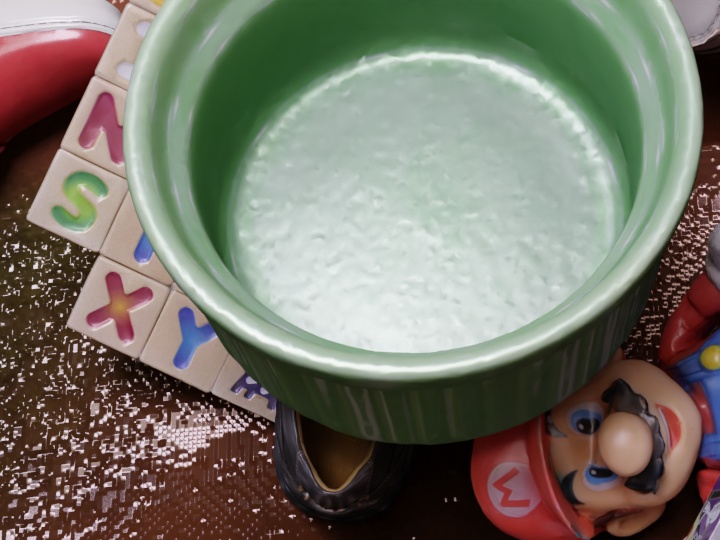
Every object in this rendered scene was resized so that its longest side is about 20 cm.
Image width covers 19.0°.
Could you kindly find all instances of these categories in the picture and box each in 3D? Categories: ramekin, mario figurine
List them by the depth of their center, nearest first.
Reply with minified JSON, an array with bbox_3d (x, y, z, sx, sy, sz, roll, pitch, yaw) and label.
[{"bbox_3d":[0.021,-0.035,0.778,0.200,0.098,0.200,-2,64,4],"label":"ramekin"},{"bbox_3d":[0.138,0.055,0.807,0.200,0.106,0.124,-18,49,2],"label":"mario figurine"}]

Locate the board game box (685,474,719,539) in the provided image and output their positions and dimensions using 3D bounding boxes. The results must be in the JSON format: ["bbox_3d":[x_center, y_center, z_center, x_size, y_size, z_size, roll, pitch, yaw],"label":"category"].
[{"bbox_3d":[0.188,0.093,0.775,0.120,0.032,0.200,30,84,-9],"label":"board game box"}]

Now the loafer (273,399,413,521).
[{"bbox_3d":[0.000,0.000,0.856,0.073,0.072,0.200,-1,85,0],"label":"loafer"}]

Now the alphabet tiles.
[{"bbox_3d":[-0.035,-0.046,0.896,0.166,0.006,0.200,25,91,-4],"label":"alphabet tiles"}]

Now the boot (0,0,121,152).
[{"bbox_3d":[-0.185,-0.034,0.960,0.200,0.072,0.144,-19,62,14],"label":"boot"}]

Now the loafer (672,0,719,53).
[{"bbox_3d":[0.104,-0.181,0.857,0.072,0.063,0.200,-15,90,34],"label":"loafer"}]
